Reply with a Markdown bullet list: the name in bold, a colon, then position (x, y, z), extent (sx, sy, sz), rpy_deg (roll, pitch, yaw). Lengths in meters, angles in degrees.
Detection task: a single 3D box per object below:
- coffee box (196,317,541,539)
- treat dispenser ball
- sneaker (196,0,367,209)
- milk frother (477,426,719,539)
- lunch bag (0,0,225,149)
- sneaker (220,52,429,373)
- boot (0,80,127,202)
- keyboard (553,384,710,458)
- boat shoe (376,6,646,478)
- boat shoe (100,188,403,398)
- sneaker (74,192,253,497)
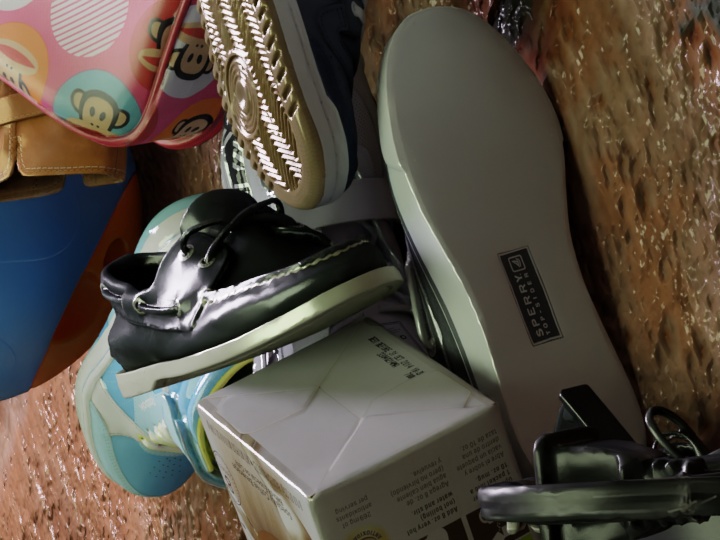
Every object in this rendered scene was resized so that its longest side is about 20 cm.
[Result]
- **coffee box**: position (0.023, 0.133, 1.043), extent (0.114, 0.080, 0.200), rpy_deg (33, 146, 62)
- **treat dispenser ball**: position (-0.214, -0.028, 1.464), extent (0.201, 0.200, 0.201), rpy_deg (173, 90, -66)
- **sneaker**: position (-0.009, -0.119, 1.091), extent (0.070, 0.108, 0.200), rpy_deg (118, 137, -55)
- **milk frother**: position (0.126, 0.132, 0.741), extent (0.181, 0.200, 0.189), rpy_deg (-45, 56, 56)
- **lunch bag**: position (-0.120, -0.164, 1.222), extent (0.200, 0.082, 0.177), rpy_deg (33, 110, 29)
- **sneaker**: position (0.000, 0.000, 1.149), extent (0.115, 0.075, 0.201), rpy_deg (29, 127, 60)
- **boot**: position (-0.184, -0.108, 1.356), extent (0.200, 0.077, 0.156), rpy_deg (-5, 83, 30)
- **keyboard**: position (0.132, 0.117, 0.916), extent (0.200, 0.040, 0.104), rpy_deg (51, 152, 29)
- **boat shoe**: position (0.047, 0.001, 1.050), extent (0.068, 0.072, 0.200), rpy_deg (-44, 63, 59)
- **boat shoe**: position (-0.051, 0.002, 1.088), extent (0.199, 0.074, 0.066), rpy_deg (-22, 88, 66)
- **sneaker**: position (-0.078, 0.073, 1.335), extent (0.200, 0.079, 0.131), rpy_deg (108, 148, -45)
